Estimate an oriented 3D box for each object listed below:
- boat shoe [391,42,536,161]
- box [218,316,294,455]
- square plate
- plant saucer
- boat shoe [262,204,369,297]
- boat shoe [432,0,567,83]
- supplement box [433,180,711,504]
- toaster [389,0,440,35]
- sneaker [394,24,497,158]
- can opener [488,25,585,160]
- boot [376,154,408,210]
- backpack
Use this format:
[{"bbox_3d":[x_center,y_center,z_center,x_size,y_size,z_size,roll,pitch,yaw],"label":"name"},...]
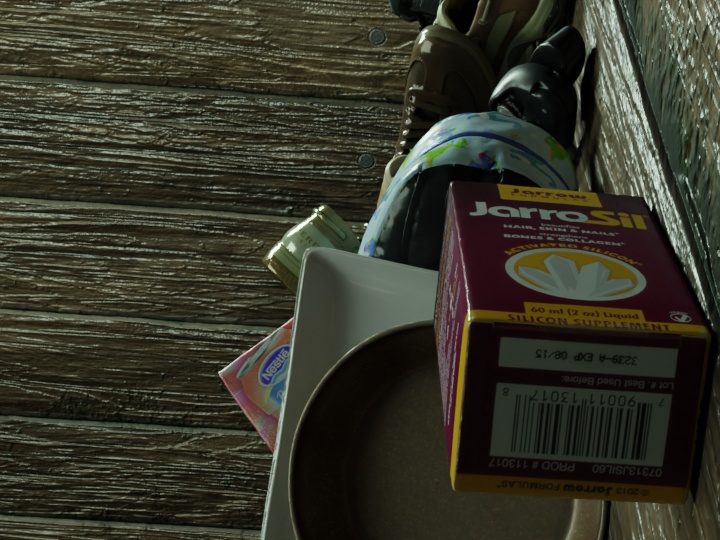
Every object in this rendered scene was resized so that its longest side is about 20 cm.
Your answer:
[{"bbox_3d":[0.085,-0.120,1.545,0.201,0.074,0.060,-63,-9,17],"label":"boat shoe"},{"bbox_3d":[-0.028,0.110,1.459,0.095,0.102,0.200,53,177,19],"label":"box"},{"bbox_3d":[0.044,0.098,1.139,0.028,0.198,0.200,1,-81,-69],"label":"square plate"},{"bbox_3d":[0.054,0.129,1.101,0.037,0.199,0.202,-2,-84,-68],"label":"plant saucer"},{"bbox_3d":[0.000,0.000,1.312,0.063,0.073,0.200,-52,-19,7],"label":"boat shoe"},{"bbox_3d":[0.092,-0.191,1.409,0.200,0.073,0.076,128,152,-58],"label":"boat shoe"},{"bbox_3d":[0.096,0.029,0.904,0.200,0.109,0.086,-91,5,-70],"label":"supplement box"},{"bbox_3d":[0.092,-0.276,1.554,0.200,0.113,0.130,101,-173,-79],"label":"toaster"},{"bbox_3d":[0.061,-0.099,1.428,0.201,0.070,0.076,86,-155,-55],"label":"sneaker"},{"bbox_3d":[0.126,-0.086,1.293,0.063,0.078,0.200,50,161,23],"label":"can opener"},{"bbox_3d":[0.083,0.018,1.388,0.200,0.072,0.167,54,167,29],"label":"boot"},{"bbox_3d":[0.070,-0.003,1.204,0.154,0.162,0.201,-64,-14,-45],"label":"backpack"}]
